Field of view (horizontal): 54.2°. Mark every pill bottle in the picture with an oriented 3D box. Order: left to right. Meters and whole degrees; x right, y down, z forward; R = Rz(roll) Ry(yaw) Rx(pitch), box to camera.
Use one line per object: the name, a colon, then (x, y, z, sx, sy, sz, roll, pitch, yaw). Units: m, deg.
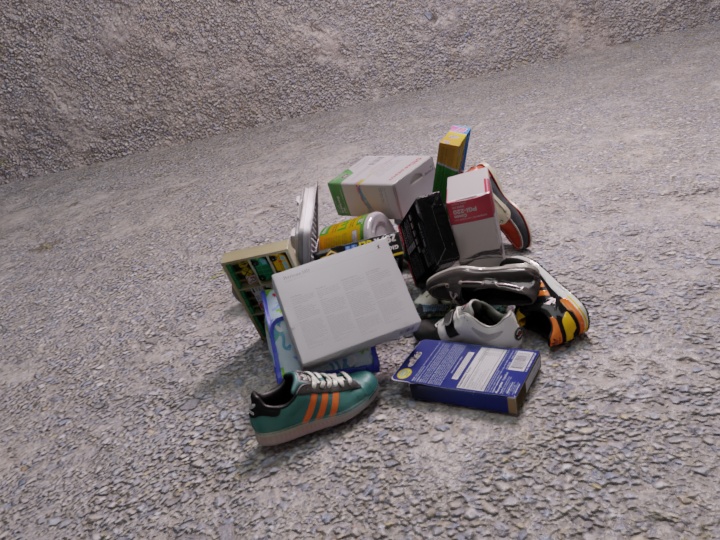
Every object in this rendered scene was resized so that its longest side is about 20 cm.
pill bottle: (-0.031, -0.044, 1.459, 0.197, 0.113, 0.111, -14, 19, 33)

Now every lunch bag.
lunch bag: (-0.070, 0.110, 1.163, 0.166, 0.129, 0.201, -11, 38, -9)

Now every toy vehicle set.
toy vehicle set: (-0.153, 0.039, 1.252, 0.122, 0.202, 0.027, -12, 41, 11)

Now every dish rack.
dish rack: (-0.103, -0.045, 1.312, 0.042, 0.203, 0.174, 4, 43, 0)

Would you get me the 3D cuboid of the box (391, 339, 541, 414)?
box: (0.157, 0.153, 1.048, 0.196, 0.033, 0.121, 4, 29, 31)

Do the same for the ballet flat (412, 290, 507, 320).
ballet flat: (0.156, 0.051, 1.227, 0.195, 0.076, 0.075, -7, 24, 11)

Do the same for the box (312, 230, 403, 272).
box: (0.000, 0.000, 1.305, 0.156, 0.050, 0.200, -12, -18, -2)

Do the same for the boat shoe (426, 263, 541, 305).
boat shoe: (0.192, 0.031, 1.134, 0.196, 0.067, 0.058, -8, 53, 30)

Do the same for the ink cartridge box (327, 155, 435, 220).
ink cartridge box: (0.051, -0.183, 1.525, 0.198, 0.089, 0.145, 6, 34, 44)

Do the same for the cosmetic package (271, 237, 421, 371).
cosmetic package: (-0.024, 0.051, 1.100, 0.196, 0.153, 0.052, -18, -19, -12)

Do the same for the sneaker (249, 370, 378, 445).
sneaker: (-0.066, 0.180, 1.022, 0.197, 0.081, 0.071, -20, 22, -19)

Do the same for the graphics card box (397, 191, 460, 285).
graphics card box: (0.123, -0.054, 1.304, 0.050, 0.128, 0.200, -15, -10, -8)

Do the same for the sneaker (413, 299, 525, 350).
sneaker: (0.169, 0.083, 1.132, 0.197, 0.090, 0.074, 3, 29, 36)

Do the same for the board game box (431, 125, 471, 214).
board game box: (0.183, -0.201, 1.434, 0.039, 0.156, 0.200, 11, 24, 11)

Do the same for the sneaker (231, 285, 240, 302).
sneaker: (-0.151, 0.018, 1.458, 0.199, 0.078, 0.146, 8, 31, 36)

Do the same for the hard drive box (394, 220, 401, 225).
hard drive box: (0.179, -0.121, 1.551, 0.152, 0.078, 0.200, -6, 22, -16)

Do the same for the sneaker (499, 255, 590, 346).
sneaker: (0.274, 0.047, 1.141, 0.089, 0.071, 0.200, -26, 42, -19)

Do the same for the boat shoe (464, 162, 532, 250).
boat shoe: (0.276, -0.124, 1.430, 0.062, 0.202, 0.071, -28, -7, -26)

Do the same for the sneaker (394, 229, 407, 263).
sneaker: (0.066, -0.044, 1.502, 0.198, 0.081, 0.071, 31, 7, 36)

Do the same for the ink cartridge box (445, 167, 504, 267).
ink cartridge box: (0.216, -0.064, 1.286, 0.083, 0.203, 0.146, -12, 22, 14)
